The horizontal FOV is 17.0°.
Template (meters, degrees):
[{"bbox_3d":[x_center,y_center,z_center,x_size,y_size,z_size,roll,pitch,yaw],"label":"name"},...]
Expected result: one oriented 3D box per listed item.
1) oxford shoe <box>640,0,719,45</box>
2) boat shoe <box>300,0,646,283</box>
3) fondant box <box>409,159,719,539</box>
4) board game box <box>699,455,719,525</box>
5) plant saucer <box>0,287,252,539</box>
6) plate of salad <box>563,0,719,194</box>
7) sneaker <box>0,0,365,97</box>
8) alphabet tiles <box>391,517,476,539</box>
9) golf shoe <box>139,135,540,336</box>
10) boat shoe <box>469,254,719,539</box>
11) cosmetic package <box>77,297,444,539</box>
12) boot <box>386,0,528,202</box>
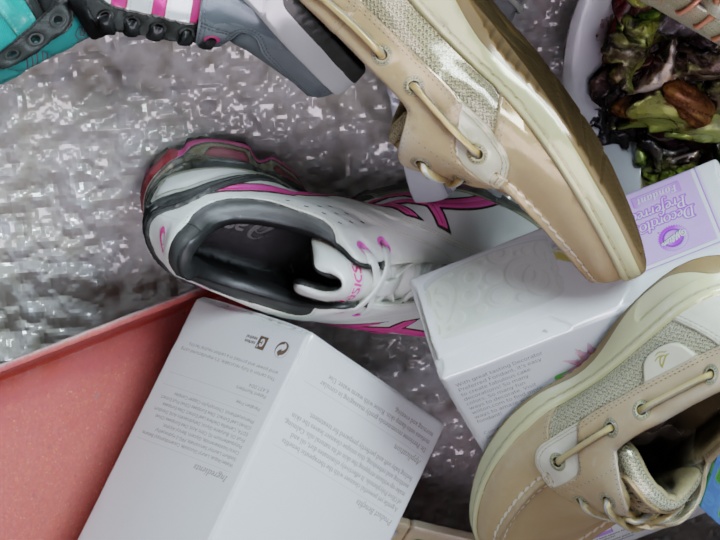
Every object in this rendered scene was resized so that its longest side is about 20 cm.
[{"bbox_3d":[0.143,-0.124,0.954,0.200,0.074,0.071,6,149,-13],"label":"oxford shoe"},{"bbox_3d":[0.042,-0.068,0.975,0.064,0.071,0.200,-35,101,14],"label":"boat shoe"},{"bbox_3d":[0.122,0.048,1.090,0.144,0.058,0.200,-22,146,7],"label":"fondant box"},{"bbox_3d":[0.232,0.014,1.045,0.151,0.037,0.200,-20,137,-35],"label":"board game box"},{"bbox_3d":[-0.125,0.119,1.094,0.200,0.037,0.200,-22,114,-39],"label":"plant saucer"},{"bbox_3d":[0.189,-0.089,1.057,0.200,0.048,0.200,-3,121,-4],"label":"plate of salad"},{"bbox_3d":[-0.104,-0.112,1.001,0.200,0.084,0.121,41,104,-16],"label":"sneaker"},{"bbox_3d":[0.037,0.194,1.204,0.167,0.008,0.200,14,135,-13],"label":"alphabet tiles"},{"bbox_3d":[0.000,0.000,1.073,0.200,0.092,0.073,9,114,-12],"label":"golf shoe"},{"bbox_3d":[0.112,0.077,1.018,0.072,0.065,0.200,10,137,-32],"label":"boat shoe"},{"bbox_3d":[-0.059,0.128,1.072,0.108,0.085,0.200,38,76,-43],"label":"cosmetic package"},{"bbox_3d":[0.057,-0.122,1.017,0.095,0.074,0.200,-3,119,4],"label":"boot"}]
